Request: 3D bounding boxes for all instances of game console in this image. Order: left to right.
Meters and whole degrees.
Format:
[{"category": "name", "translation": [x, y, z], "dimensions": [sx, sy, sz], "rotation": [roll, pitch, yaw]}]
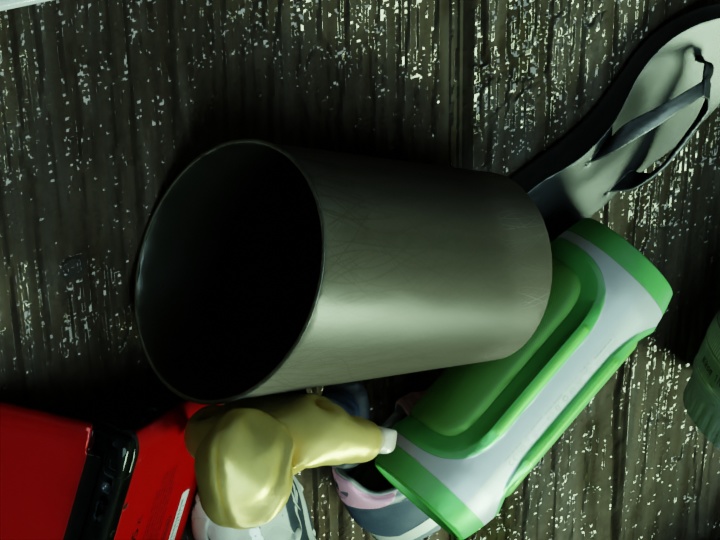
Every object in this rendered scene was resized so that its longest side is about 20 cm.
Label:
[{"category": "game console", "translation": [-0.189, 0.146, 1.558], "dimensions": [0.172, 0.118, 0.201], "rotation": [-34, 147, -55]}]

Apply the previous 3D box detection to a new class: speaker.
[{"category": "speaker", "translation": [0.100, 0.066, 1.592], "dimensions": [0.200, 0.088, 0.088], "rotation": [-49, 137, -7]}]

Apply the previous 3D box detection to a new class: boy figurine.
[{"category": "boy figurine", "translation": [-0.043, 0.099, 1.487], "dimensions": [0.124, 0.200, 0.065], "rotation": [0, 97, 11]}]

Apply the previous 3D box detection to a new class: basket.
[{"category": "basket", "translation": [0.000, 0.000, 1.491], "dimensions": [0.199, 0.137, 0.180], "rotation": [-1, 156, -41]}]

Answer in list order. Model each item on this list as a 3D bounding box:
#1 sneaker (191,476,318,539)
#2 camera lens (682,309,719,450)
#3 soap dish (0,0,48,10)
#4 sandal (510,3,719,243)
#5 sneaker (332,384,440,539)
[{"category": "sneaker", "translation": [-0.033, 0.207, 1.625], "dimensions": [0.079, 0.129, 0.200], "rotation": [-30, 137, -27]}, {"category": "camera lens", "translation": [0.323, 0.037, 1.720], "dimensions": [0.159, 0.160, 0.201], "rotation": [11, 117, -39]}, {"category": "soap dish", "translation": [-0.210, -0.196, 1.228], "dimensions": [0.199, 0.081, 0.158], "rotation": [-14, 130, -25]}, {"category": "sandal", "translation": [0.170, -0.078, 1.607], "dimensions": [0.200, 0.043, 0.076], "rotation": [-45, 136, 5]}, {"category": "sneaker", "translation": [0.068, 0.091, 1.653], "dimensions": [0.200, 0.070, 0.082], "rotation": [-44, 138, 1]}]
